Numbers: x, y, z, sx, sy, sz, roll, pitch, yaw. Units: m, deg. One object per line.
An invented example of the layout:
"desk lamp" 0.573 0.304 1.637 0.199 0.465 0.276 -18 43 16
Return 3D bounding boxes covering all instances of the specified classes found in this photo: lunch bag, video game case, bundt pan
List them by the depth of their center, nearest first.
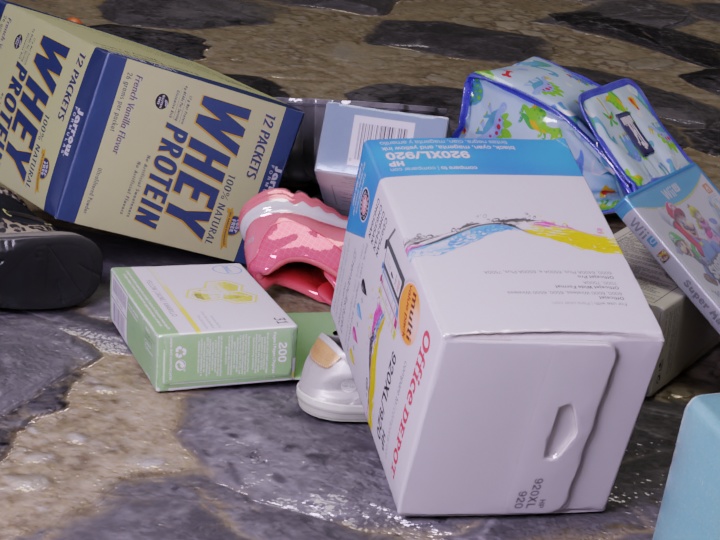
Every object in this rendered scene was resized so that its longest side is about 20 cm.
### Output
"video game case" 0.285 0.011 1.535 0.200 0.018 0.143 50 32 10
"bundt pan" -0.021 -0.114 1.858 0.200 0.077 0.202 3 4 0
"lunch bag" 0.202 -0.117 1.930 0.199 0.128 0.170 28 23 20

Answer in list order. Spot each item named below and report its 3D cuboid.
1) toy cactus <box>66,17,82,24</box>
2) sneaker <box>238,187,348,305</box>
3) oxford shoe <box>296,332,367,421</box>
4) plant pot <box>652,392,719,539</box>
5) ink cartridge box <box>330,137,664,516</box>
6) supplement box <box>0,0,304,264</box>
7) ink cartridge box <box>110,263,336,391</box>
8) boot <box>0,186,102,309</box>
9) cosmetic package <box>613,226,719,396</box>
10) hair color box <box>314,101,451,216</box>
"toy cactus" -0.233 -0.171 2.007 0.198 0.103 0.165 6 26 -30
"sneaker" 0.000 0.000 1.611 0.198 0.074 0.087 9 45 -9
"oxford shoe" 0.051 0.067 1.410 0.198 0.058 0.075 0 17 -24
"plant pot" 0.260 0.170 1.044 0.140 0.143 0.200 -2 27 -24
"ink cartridge box" 0.079 0.033 1.287 0.143 0.148 0.201 0 38 -17
"supplement box" -0.191 -0.113 1.672 0.199 0.135 0.199 13 10 -39
"ink cartridge box" -0.069 0.037 1.478 0.198 0.048 0.146 -3 20 -20
"boot" -0.311 -0.021 1.535 0.202 0.074 0.153 3 15 -31
"cosmetic package" 0.217 0.025 1.567 0.104 0.072 0.200 16 21 27
"hair color box" 0.023 -0.073 1.670 0.098 0.061 0.200 9 -14 6
